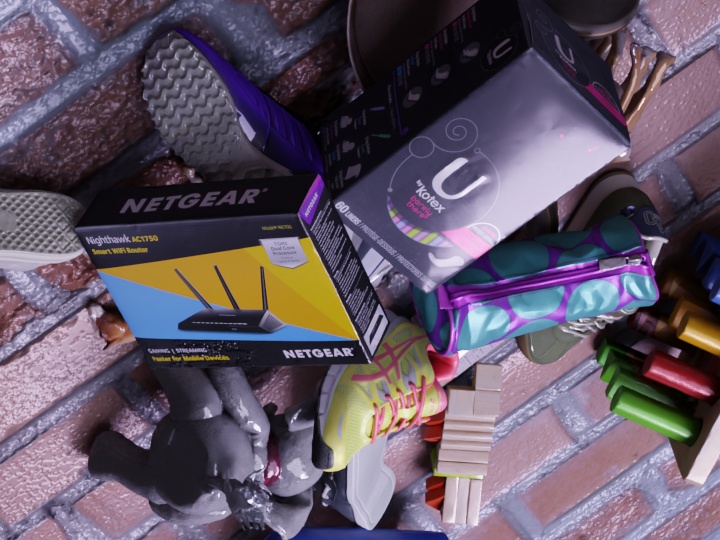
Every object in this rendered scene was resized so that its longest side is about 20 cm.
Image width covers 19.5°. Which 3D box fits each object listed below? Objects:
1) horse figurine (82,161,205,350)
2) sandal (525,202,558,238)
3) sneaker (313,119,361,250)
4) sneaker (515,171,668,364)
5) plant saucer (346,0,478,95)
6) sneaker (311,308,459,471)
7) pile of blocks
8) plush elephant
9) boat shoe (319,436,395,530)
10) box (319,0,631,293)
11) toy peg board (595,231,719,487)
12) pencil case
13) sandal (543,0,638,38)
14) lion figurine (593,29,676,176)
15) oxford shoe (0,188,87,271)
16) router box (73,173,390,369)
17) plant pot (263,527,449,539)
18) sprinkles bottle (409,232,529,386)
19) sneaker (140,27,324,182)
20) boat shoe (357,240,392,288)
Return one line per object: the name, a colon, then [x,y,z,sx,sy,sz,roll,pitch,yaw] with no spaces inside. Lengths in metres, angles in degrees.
horse figurine: [-0.138,-0.019,1.661,0.200,0.050,0.133,-28,128,-3]
sandal: [0.136,-0.102,1.740,0.054,0.082,0.200,-3,137,1]
sneaker: [-0.028,-0.022,1.672,0.201,0.074,0.079,-68,160,5]
sneaker: [0.206,0.018,1.848,0.067,0.090,0.200,8,121,-34]
plant saucer: [0.073,-0.199,1.614,0.200,0.034,0.201,-9,110,-25]
sneaker: [0.023,0.100,1.704,0.200,0.090,0.078,-53,157,-51]
pile of blocks: [0.085,0.148,1.902,0.062,0.082,0.200,4,131,-4]
plush elephant: [-0.098,0.143,1.746,0.155,0.200,0.165,-1,120,-50]
boat shoe: [-0.012,0.170,1.829,0.076,0.060,0.200,-59,163,-26]
box: [0.081,-0.099,1.546,0.200,0.106,0.122,-37,122,23]
toy peg board: [0.293,0.056,1.872,0.098,0.200,0.200,23,106,-7]
pencil case: [0.144,0.010,1.731,0.199,0.085,0.092,-14,175,-16]
sandal: [0.135,-0.238,1.558,0.200,0.082,0.055,29,149,-26]
lion figurine: [0.197,-0.131,1.689,0.123,0.072,0.200,-62,174,7]
oxford shoe: [-0.299,-0.037,1.553,0.200,0.075,0.058,9,165,-32]
router box: [-0.096,0.004,1.566,0.200,0.051,0.149,-3,130,30]
plant pot: [-0.017,0.362,1.909,0.200,0.180,0.200,6,139,-32]
sprinkles bottle: [0.084,0.052,1.823,0.200,0.068,0.068,-38,134,4]
sneaker: [-0.084,-0.105,1.593,0.070,0.100,0.200,-33,100,31]
boat shoe: [-0.002,-0.003,1.740,0.202,0.075,0.086,-47,142,2]
